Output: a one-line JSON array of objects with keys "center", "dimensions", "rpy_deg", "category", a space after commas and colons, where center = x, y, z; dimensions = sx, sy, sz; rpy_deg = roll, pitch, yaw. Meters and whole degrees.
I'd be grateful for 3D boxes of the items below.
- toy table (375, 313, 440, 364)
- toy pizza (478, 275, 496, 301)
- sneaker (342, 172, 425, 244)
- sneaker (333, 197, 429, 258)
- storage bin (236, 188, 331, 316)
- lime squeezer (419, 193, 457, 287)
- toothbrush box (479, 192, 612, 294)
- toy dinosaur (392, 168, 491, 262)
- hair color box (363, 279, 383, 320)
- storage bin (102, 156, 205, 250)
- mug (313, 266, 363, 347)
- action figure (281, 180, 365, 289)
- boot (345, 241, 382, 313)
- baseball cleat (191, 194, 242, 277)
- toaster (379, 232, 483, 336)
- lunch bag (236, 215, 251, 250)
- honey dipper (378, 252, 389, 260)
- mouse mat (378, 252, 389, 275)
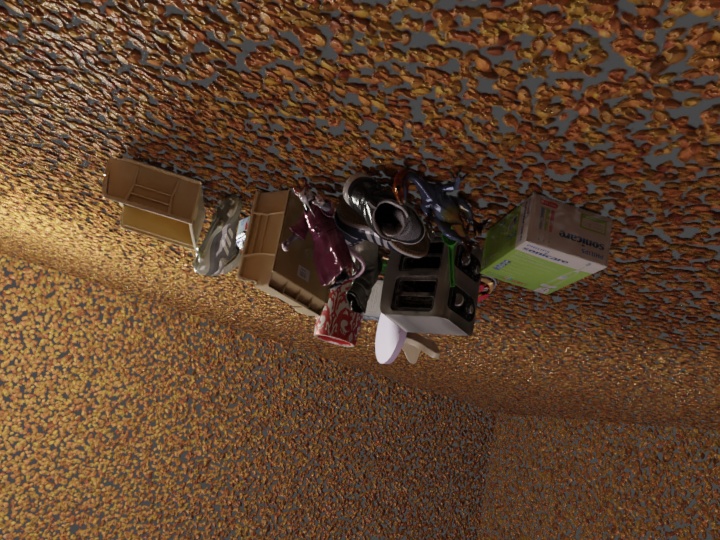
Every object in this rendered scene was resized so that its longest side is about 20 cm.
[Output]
[{"center": [0.121, 0.149, 1.497], "dimensions": [0.113, 0.187, 0.203], "rpy_deg": [7, 130, -23], "category": "toy table"}, {"center": [0.223, 0.061, 1.373], "dimensions": [0.193, 0.033, 0.202], "rpy_deg": [-10, 156, -4], "category": "toy pizza"}, {"center": [0.058, -0.083, 1.020], "dimensions": [0.198, 0.076, 0.114], "rpy_deg": [32, -167, -38], "category": "sneaker"}, {"center": [0.035, -0.073, 1.161], "dimensions": [0.195, 0.072, 0.108], "rpy_deg": [25, 157, -10], "category": "sneaker"}, {"center": [-0.141, -0.032, 1.221], "dimensions": [0.091, 0.205, 0.199], "rpy_deg": [-1, 158, 31], "category": "storage bin"}, {"center": [0.149, -0.073, 1.083], "dimensions": [0.037, 0.071, 0.204], "rpy_deg": [14, 138, 45], "category": "lime squeezer"}, {"center": [0.309, -0.038, 1.013], "dimensions": [0.141, 0.089, 0.200], "rpy_deg": [16, 164, -6], "category": "toothbrush box"}, {"center": [0.123, -0.099, 0.988], "dimensions": [0.180, 0.106, 0.200], "rpy_deg": [37, 174, -5], "category": "toy dinosaur"}, {"center": [-0.002, 0.075, 1.623], "dimensions": [0.193, 0.104, 0.060], "rpy_deg": [7, 167, 23], "category": "hair color box"}, {"center": [-0.439, -0.141, 1.278], "dimensions": [0.192, 0.097, 0.200], "rpy_deg": [16, 164, -8], "category": "storage bin"}, {"center": [-0.048, 0.077, 1.467], "dimensions": [0.130, 0.207, 0.177], "rpy_deg": [18, 164, -17], "category": "mug"}, {"center": [-0.061, -0.075, 1.096], "dimensions": [0.132, 0.206, 0.147], "rpy_deg": [-25, 175, 39], "category": "action figure"}, {"center": [0.000, 0.000, 1.279], "dimensions": [0.065, 0.134, 0.202], "rpy_deg": [8, 148, 20], "category": "boot"}, {"center": [-0.293, -0.073, 1.307], "dimensions": [0.105, 0.202, 0.071], "rpy_deg": [18, -151, -41], "category": "baseball cleat"}, {"center": [0.141, 0.027, 1.209], "dimensions": [0.195, 0.187, 0.118], "rpy_deg": [0, 157, 38], "category": "toaster"}, {"center": [-0.191, -0.066, 1.379], "dimensions": [0.196, 0.078, 0.158], "rpy_deg": [24, 159, -34], "category": "lunch bag"}, {"center": [0.085, -0.024, 1.355], "dimensions": [0.193, 0.039, 0.038], "rpy_deg": [18, 164, 4], "category": "honey dipper"}, {"center": [0.013, -0.020, 1.474], "dimensions": [0.194, 0.008, 0.161], "rpy_deg": [9, 163, 22], "category": "mouse mat"}]
